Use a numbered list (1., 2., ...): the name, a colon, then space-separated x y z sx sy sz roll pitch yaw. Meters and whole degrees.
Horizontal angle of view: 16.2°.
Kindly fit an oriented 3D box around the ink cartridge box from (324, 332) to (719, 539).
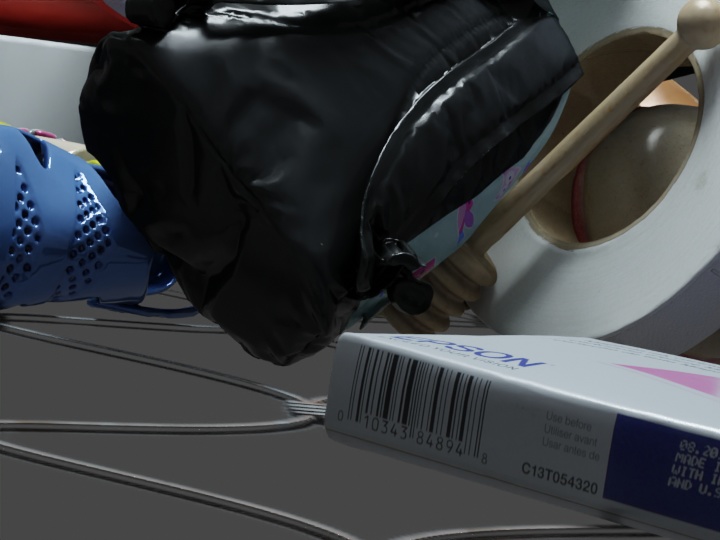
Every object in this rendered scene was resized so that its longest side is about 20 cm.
1. ink cartridge box: 0.124 0.056 0.843 0.196 0.044 0.199 12 8 39

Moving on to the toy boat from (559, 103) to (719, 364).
1. toy boat: 0.146 -0.006 1.254 0.130 0.131 0.200 -24 -14 31

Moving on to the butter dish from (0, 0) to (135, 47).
1. butter dish: -0.144 -0.198 1.452 0.199 0.149 0.199 5 0 4

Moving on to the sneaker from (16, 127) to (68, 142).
1. sneaker: -0.236 -0.047 1.201 0.199 0.082 0.088 14 0 -30

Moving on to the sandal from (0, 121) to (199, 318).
1. sandal: -0.117 -0.017 1.051 0.087 0.080 0.200 16 10 33

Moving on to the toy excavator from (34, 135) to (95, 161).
1. toy excavator: -0.080 -0.035 1.229 0.099 0.200 0.195 11 -36 33

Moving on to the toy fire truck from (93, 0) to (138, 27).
1. toy fire truck: -0.056 -0.163 1.327 0.141 0.049 0.200 40 36 4

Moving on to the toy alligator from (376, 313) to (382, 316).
1. toy alligator: 0.000 0.000 1.182 0.199 0.054 0.059 8 37 -48

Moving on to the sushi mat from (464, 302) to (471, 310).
1. sushi mat: 0.010 0.001 1.394 0.095 0.012 0.200 8 5 -15

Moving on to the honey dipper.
1. honey dipper: 0.084 -0.047 1.106 0.038 0.200 0.038 40 17 -15

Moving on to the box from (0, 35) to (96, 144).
1. box: -0.152 -0.075 1.428 0.199 0.098 0.124 5 1 -36

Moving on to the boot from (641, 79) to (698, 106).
1. boot: 0.191 -0.058 1.421 0.200 0.074 0.155 49 -1 11

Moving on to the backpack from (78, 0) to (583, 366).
1. backpack: -0.008 -0.067 1.046 0.200 0.167 0.126 -35 3 -40

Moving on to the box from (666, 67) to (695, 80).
1. box: 0.072 -0.185 1.231 0.196 0.124 0.200 -11 -42 29

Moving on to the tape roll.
1. tape roll: 0.121 -0.052 1.125 0.037 0.204 0.202 29 -9 -38
